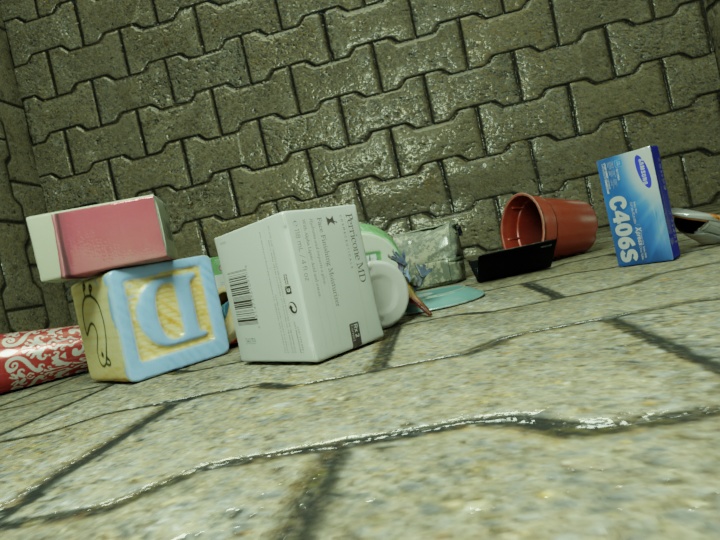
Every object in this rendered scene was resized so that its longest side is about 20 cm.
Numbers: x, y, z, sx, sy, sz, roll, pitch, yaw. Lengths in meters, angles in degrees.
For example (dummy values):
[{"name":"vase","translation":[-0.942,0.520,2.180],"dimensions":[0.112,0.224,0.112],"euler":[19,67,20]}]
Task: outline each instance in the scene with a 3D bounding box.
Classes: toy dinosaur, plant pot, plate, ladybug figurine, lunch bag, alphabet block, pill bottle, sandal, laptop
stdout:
[{"name":"toy dinosaur","translation":[0.049,0.035,0.976],"dimensions":[0.105,0.201,0.182],"euler":[17,-42,-14]},{"name":"plant pot","translation":[0.526,-0.115,1.434],"dimensions":[0.194,0.202,0.201],"euler":[-4,-1,-16]},{"name":"plate","translation":[0.142,0.054,1.024],"dimensions":[0.199,0.026,0.200],"euler":[-13,2,0]},{"name":"ladybug figurine","translation":[-0.273,0.098,1.084],"dimensions":[0.200,0.136,0.072],"euler":[-25,-37,38]},{"name":"lunch bag","translation":[0.192,-0.040,1.466],"dimensions":[0.199,0.169,0.139],"euler":[-11,2,25]},{"name":"alphabet block","translation":[-0.393,0.089,0.975],"dimensions":[0.196,0.196,0.200],"euler":[-11,-1,-45]},{"name":"pill bottle","translation":[-0.008,0.045,0.920],"dimensions":[0.113,0.114,0.200],"euler":[-13,2,-24]},{"name":"sandal","translation":[0.684,-0.077,1.004],"dimensions":[0.206,0.060,0.079],"euler":[8,14,-12]},{"name":"laptop","translation":[0.357,-0.042,1.253],"dimensions":[0.176,0.104,0.200],"euler":[-12,21,6]}]

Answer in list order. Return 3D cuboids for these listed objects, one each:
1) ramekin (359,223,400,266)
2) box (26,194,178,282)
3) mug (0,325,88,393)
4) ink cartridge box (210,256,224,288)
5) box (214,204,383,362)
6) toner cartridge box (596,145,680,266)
[{"name":"ramekin","translation":[0.000,0.000,1.125],"dimensions":[0.199,0.201,0.098],"euler":[-12,8,-5]},{"name":"box","translation":[-0.434,-0.052,0.896],"dimensions":[0.199,0.110,0.128],"euler":[-13,2,-11]},{"name":"mug","translation":[-0.727,0.192,1.195],"dimensions":[0.199,0.134,0.177],"euler":[-9,1,-30]},{"name":"ink cartridge box","translation":[-0.348,0.067,1.335],"dimensions":[0.087,0.201,0.145],"euler":[-15,1,23]},{"name":"box","translation":[-0.095,0.023,0.765],"dimensions":[0.130,0.200,0.200],"euler":[-14,2,-42]},{"name":"toner cartridge box","translation":[0.498,-0.113,0.934],"dimensions":[0.043,0.201,0.095],"euler":[-15,2,-43]}]
